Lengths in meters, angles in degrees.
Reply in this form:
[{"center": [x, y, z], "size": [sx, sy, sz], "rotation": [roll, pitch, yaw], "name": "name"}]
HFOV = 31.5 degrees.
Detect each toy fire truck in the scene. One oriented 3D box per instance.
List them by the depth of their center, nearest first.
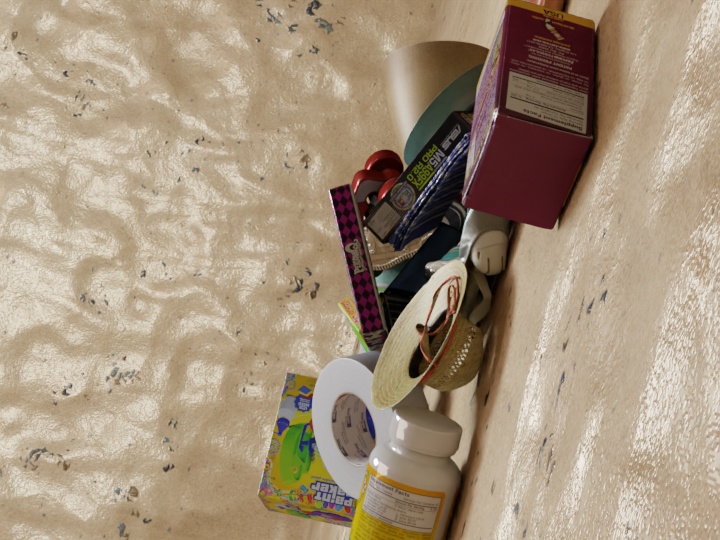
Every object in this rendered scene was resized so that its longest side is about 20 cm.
[{"center": [0.068, -0.094, 2.085], "size": [0.113, 0.197, 0.169], "rotation": [-116, 39, -50], "name": "toy fire truck"}]

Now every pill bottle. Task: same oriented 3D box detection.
[{"center": [0.053, 0.267, 1.476], "size": [0.113, 0.111, 0.203], "rotation": [-96, 19, -80], "name": "pill bottle"}]

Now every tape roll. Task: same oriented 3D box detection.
[{"center": [0.014, 0.216, 1.786], "size": [0.199, 0.066, 0.203], "rotation": [15, 110, 50], "name": "tape roll"}]

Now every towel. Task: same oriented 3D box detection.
[{"center": [0.122, -0.114, 1.692], "size": [0.201, 0.024, 0.144], "rotation": [-54, -13, 31], "name": "towel"}]

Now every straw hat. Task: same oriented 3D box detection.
[{"center": [0.101, 0.096, 1.522], "size": [0.202, 0.084, 0.202], "rotation": [-53, 18, 25], "name": "straw hat"}]

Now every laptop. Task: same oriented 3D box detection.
[{"center": [0.107, 0.050, 1.860], "size": [0.187, 0.114, 0.203], "rotation": [13, -117, -74], "name": "laptop"}]

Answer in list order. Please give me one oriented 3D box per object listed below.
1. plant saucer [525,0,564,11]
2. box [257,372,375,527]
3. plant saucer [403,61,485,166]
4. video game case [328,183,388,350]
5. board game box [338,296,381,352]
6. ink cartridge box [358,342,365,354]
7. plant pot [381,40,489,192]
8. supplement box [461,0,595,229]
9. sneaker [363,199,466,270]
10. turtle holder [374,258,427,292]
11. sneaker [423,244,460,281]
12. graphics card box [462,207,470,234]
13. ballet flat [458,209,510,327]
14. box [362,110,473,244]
[{"center": [0.232, -0.329, 1.652], "size": [0.200, 0.032, 0.203], "rotation": [-166, 90, -86], "name": "plant saucer"}, {"center": [-0.033, 0.281, 1.937], "size": [0.122, 0.197, 0.195], "rotation": [79, -158, -68], "name": "box"}, {"center": [0.147, -0.209, 1.807], "size": [0.199, 0.036, 0.201], "rotation": [-37, -22, -17], "name": "plant saucer"}, {"center": [0.000, 0.000, 1.744], "size": [0.181, 0.035, 0.203], "rotation": [70, -174, -80], "name": "video game case"}, {"center": [0.030, 0.140, 2.037], "size": [0.201, 0.030, 0.096], "rotation": [63, 173, -33], "name": "board game box"}, {"center": [0.050, 0.125, 2.332], "size": [0.200, 0.084, 0.150], "rotation": [-106, 30, -86], "name": "ink cartridge box"}, {"center": [0.127, -0.226, 1.976], "size": [0.186, 0.183, 0.203], "rotation": [119, 151, -76], "name": "plant pot"}, {"center": [0.175, -0.165, 1.316], "size": [0.132, 0.102, 0.202], "rotation": [108, 175, -46], "name": "supplement box"}, {"center": [0.080, -0.058, 1.971], "size": [0.108, 0.198, 0.071], "rotation": [-29, -79, -47], "name": "sneaker"}, {"center": [0.059, 0.044, 2.039], "size": [0.141, 0.130, 0.188], "rotation": [142, 127, -72], "name": "turtle holder"}, {"center": [0.136, 0.005, 1.697], "size": [0.080, 0.078, 0.200], "rotation": [-42, -6, -3], "name": "sneaker"}, {"center": [0.178, -0.131, 1.574], "size": [0.126, 0.050, 0.201], "rotation": [-78, 3, -47], "name": "graphics card box"}, {"center": [0.149, -0.001, 1.551], "size": [0.064, 0.067, 0.202], "rotation": [-120, 35, -44], "name": "ballet flat"}, {"center": [0.105, -0.130, 1.740], "size": [0.200, 0.044, 0.160], "rotation": [-50, -13, 20], "name": "box"}]
